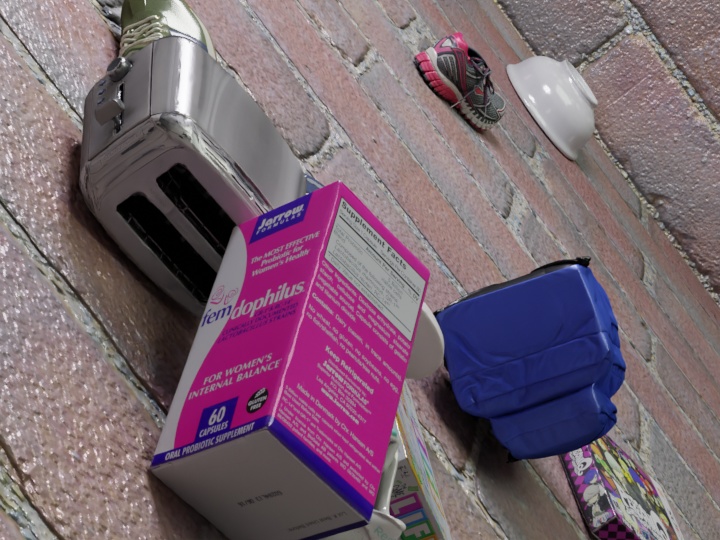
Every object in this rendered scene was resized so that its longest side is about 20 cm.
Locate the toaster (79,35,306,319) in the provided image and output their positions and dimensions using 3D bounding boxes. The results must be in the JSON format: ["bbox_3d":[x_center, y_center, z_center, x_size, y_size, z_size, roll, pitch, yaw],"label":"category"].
[{"bbox_3d":[-0.113,-0.055,1.239,0.200,0.113,0.130,51,20,-26],"label":"toaster"}]

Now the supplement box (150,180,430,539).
[{"bbox_3d":[-0.039,0.059,1.106,0.103,0.101,0.201,45,41,-29],"label":"supplement box"}]

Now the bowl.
[{"bbox_3d":[0.341,-0.295,3.030,0.201,0.090,0.202,48,17,-20],"label":"bowl"}]

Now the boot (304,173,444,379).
[{"bbox_3d":[0.000,0.000,1.503,0.200,0.072,0.091,46,23,-23],"label":"boot"}]

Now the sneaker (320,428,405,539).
[{"bbox_3d":[-0.016,0.120,1.195,0.075,0.088,0.201,36,24,-43],"label":"sneaker"}]

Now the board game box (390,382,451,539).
[{"bbox_3d":[0.021,0.119,1.324,0.201,0.034,0.135,-106,173,-50],"label":"board game box"}]

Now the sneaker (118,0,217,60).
[{"bbox_3d":[-0.157,-0.163,1.398,0.090,0.067,0.202,38,25,-57],"label":"sneaker"}]

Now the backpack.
[{"bbox_3d":[0.163,0.089,1.653,0.200,0.161,0.170,19,58,-77],"label":"backpack"}]

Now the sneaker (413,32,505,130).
[{"bbox_3d":[0.154,-0.259,2.457,0.200,0.074,0.081,31,28,-56],"label":"sneaker"}]

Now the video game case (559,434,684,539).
[{"bbox_3d":[0.280,0.248,1.860,0.200,0.036,0.182,43,19,-35],"label":"video game case"}]
